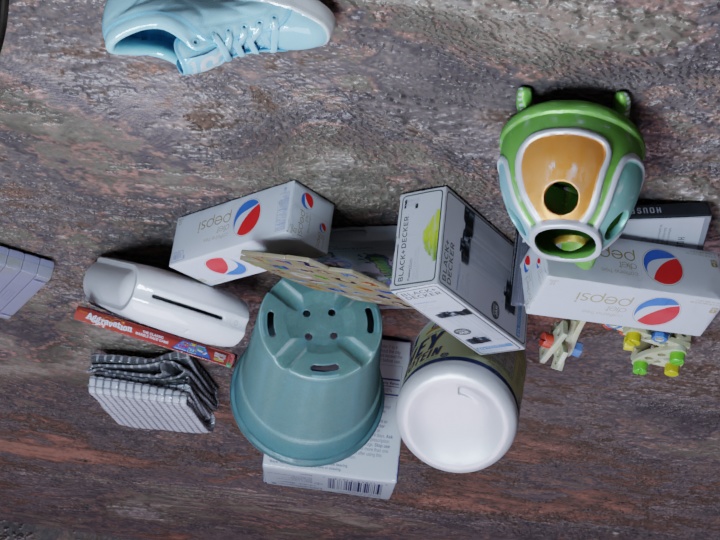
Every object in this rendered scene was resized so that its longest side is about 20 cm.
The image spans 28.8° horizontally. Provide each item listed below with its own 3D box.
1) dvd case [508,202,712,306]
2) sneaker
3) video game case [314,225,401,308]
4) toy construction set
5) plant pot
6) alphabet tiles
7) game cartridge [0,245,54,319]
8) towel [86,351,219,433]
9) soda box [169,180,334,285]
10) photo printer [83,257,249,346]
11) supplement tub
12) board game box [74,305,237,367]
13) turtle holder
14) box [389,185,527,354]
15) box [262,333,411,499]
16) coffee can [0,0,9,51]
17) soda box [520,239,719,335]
[{"bbox_3d":[0.262,-0.015,1.494,0.198,0.025,0.151,-2,144,0],"label":"dvd case"},{"bbox_3d":[-0.122,-0.197,1.190,0.198,0.083,0.074,6,158,4],"label":"sneaker"},{"bbox_3d":[0.000,0.000,1.683,0.180,0.024,0.200,-2,155,21],"label":"video game case"},{"bbox_3d":[0.313,0.072,1.684,0.198,0.093,0.131,4,160,-19],"label":"toy construction set"},{"bbox_3d":[-0.056,0.107,1.702,0.198,0.202,0.197,9,149,-3],"label":"plant pot"},{"bbox_3d":[-0.030,0.010,1.531,0.165,0.006,0.199,7,169,41],"label":"alphabet tiles"},{"bbox_3d":[-0.494,0.009,1.846,0.129,0.039,0.200,23,153,-23],"label":"game cartridge"},{"bbox_3d":[-0.313,0.181,2.129,0.164,0.086,0.200,5,158,10],"label":"towel"},{"bbox_3d":[-0.125,-0.039,1.581,0.199,0.064,0.068,-14,149,41],"label":"soda box"},{"bbox_3d":[-0.235,0.038,1.712,0.165,0.070,0.200,20,175,-26],"label":"photo printer"},{"bbox_3d":[0.126,0.134,1.692,0.143,0.200,0.146,4,115,9],"label":"supplement tub"},{"bbox_3d":[-0.250,0.083,1.735,0.198,0.020,0.103,18,175,-2],"label":"board game box"},{"bbox_3d":[0.189,-0.076,1.310,0.140,0.133,0.186,11,157,-10],"label":"turtle holder"},{"bbox_3d":[0.114,0.004,1.541,0.060,0.118,0.200,-9,151,34],"label":"box"},{"bbox_3d":[-0.033,0.195,1.918,0.182,0.202,0.105,7,158,0],"label":"box"},{"bbox_3d":[-0.401,-0.227,1.123,0.198,0.148,0.147,5,157,6],"label":"coffee can"},{"bbox_3d":[0.270,0.013,1.445,0.198,0.064,0.068,7,142,-13],"label":"soda box"}]
